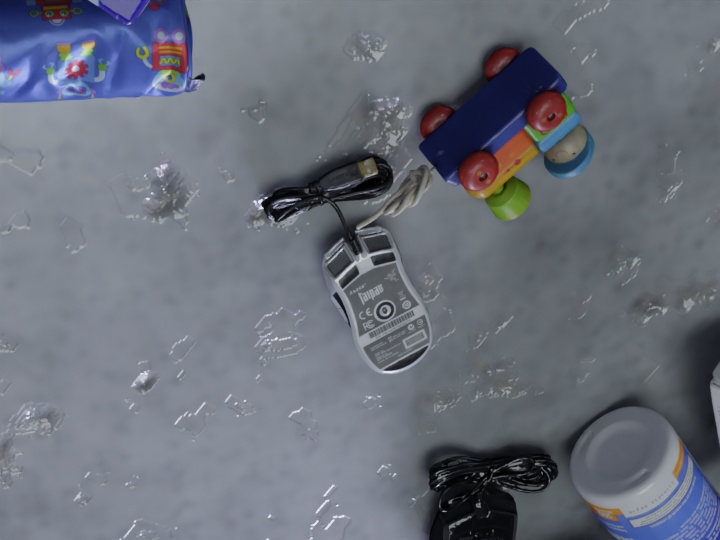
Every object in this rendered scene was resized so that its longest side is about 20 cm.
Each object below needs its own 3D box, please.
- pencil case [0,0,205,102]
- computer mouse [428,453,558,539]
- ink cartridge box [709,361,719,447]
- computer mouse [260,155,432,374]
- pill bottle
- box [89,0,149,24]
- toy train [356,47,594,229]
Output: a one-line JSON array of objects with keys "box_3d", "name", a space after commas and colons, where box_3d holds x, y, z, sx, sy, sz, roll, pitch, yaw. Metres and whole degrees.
[{"box_3d": [-0.214, -0.154, 0.928, 0.199, 0.078, 0.087, -8, 138, -15], "name": "pencil case"}, {"box_3d": [0.115, 0.266, 1.305, 0.138, 0.053, 0.201, 0, 108, -20], "name": "computer mouse"}, {"box_3d": [0.414, 0.147, 1.277, 0.147, 0.082, 0.201, -45, 132, -34], "name": "ink cartridge box"}, {"box_3d": [0.000, 0.000, 1.114, 0.109, 0.044, 0.201, -27, 118, -8], "name": "computer mouse"}, {"box_3d": [0.298, 0.236, 1.308, 0.112, 0.112, 0.200, -36, 124, 4], "name": "pill bottle"}, {"box_3d": [-0.175, -0.290, 0.811, 0.199, 0.105, 0.184, 32, 103, -23], "name": "box"}, {"box_3d": [0.097, -0.077, 1.084, 0.200, 0.085, 0.116, -42, 137, 7], "name": "toy train"}]
